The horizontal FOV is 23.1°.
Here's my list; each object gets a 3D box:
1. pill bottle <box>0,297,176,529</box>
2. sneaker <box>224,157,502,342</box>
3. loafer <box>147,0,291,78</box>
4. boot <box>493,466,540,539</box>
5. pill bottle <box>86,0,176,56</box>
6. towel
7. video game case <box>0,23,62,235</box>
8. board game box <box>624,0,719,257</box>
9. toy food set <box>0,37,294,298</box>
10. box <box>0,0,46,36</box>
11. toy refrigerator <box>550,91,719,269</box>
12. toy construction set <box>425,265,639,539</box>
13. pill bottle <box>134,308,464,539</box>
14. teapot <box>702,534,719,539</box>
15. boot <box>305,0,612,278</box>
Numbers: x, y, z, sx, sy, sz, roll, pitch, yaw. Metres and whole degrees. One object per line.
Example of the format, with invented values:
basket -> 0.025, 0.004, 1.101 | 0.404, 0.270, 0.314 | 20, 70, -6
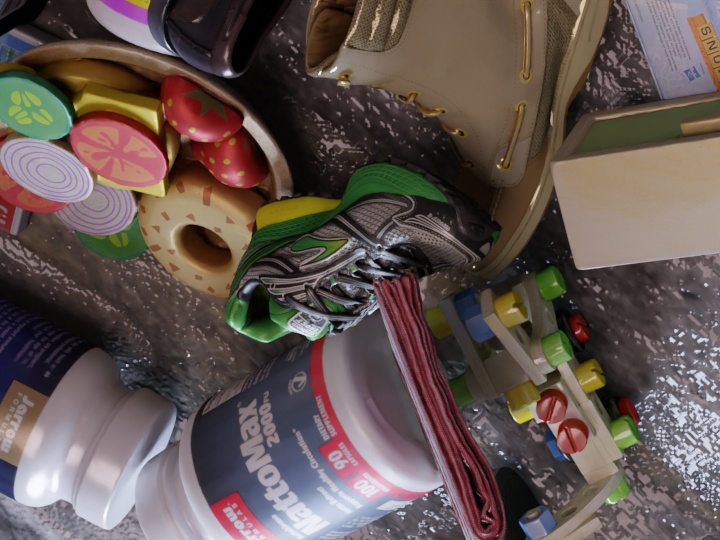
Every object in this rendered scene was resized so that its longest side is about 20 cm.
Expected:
pill bottle -> -0.231, 0.086, 1.175 | 0.199, 0.116, 0.116 | 25, 121, 8
sneaker -> 0.000, 0.000, 0.964 | 0.078, 0.085, 0.200 | 36, 150, -25
loafer -> -0.027, -0.184, 0.929 | 0.063, 0.072, 0.200 | 38, 88, 34
boot -> 0.057, 0.227, 1.153 | 0.153, 0.073, 0.204 | -7, 112, 27
pill bottle -> -0.085, -0.226, 0.971 | 0.104, 0.104, 0.201 | 23, 121, 10
towel -> 0.048, 0.092, 0.949 | 0.023, 0.200, 0.144 | -21, 73, -1
video game case -> -0.293, -0.125, 1.154 | 0.199, 0.017, 0.143 | 26, 121, 9
board game box -> 0.253, -0.122, 0.923 | 0.199, 0.041, 0.201 | -15, 108, 27
toy food set -> -0.136, -0.063, 1.062 | 0.197, 0.049, 0.200 | 14, 147, 8
box -> -0.280, -0.222, 1.027 | 0.200, 0.148, 0.104 | 39, 123, 1
toy refrigerator -> 0.205, -0.057, 0.905 | 0.199, 0.076, 0.070 | -7, 112, 26
toy construction set -> 0.108, 0.086, 1.024 | 0.092, 0.131, 0.201 | -13, 106, 15
pill bottle -> -0.044, 0.118, 1.113 | 0.200, 0.120, 0.120 | -33, 99, 31
teapot -> 0.325, 0.174, 0.984 | 0.197, 0.146, 0.200 | -39, 78, 3
boot -> 0.039, -0.092, 0.960 | 0.155, 0.073, 0.201 | 4, 120, -25
